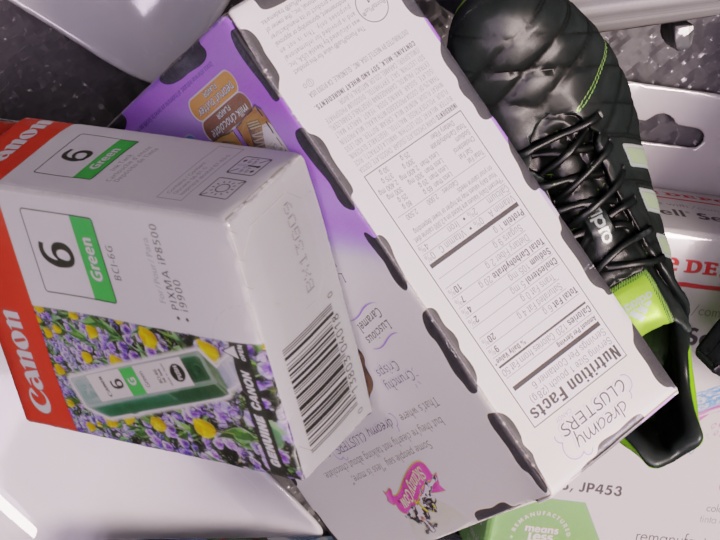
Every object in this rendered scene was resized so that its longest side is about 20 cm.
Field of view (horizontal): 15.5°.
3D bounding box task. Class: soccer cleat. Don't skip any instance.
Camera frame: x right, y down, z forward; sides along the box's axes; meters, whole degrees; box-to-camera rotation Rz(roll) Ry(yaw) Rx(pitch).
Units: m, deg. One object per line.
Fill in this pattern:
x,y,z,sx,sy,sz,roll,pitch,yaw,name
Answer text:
0.086,-0.016,0.969,0.067,0.081,0.201,-26,123,-4,soccer cleat

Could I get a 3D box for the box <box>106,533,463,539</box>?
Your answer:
0.004,0.158,1.061,0.199,0.137,0.040,1,116,-19,box

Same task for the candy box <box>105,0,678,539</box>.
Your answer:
0.000,0.000,0.978,0.071,0.168,0.200,-35,92,-29,candy box

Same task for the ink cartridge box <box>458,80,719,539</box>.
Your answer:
0.114,0.028,1.087,0.117,0.067,0.201,7,107,-10,ink cartridge box

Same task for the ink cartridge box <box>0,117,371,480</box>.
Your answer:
-0.098,0.005,0.963,0.199,0.050,0.109,9,127,35,ink cartridge box

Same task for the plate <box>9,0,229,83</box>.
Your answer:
-0.105,-0.201,0.998,0.199,0.032,0.200,30,102,-17,plate

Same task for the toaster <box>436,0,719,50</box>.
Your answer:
0.096,-0.182,0.993,0.129,0.114,0.201,-2,107,-11,toaster

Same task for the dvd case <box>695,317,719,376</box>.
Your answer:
0.233,0.006,1.068,0.200,0.018,0.143,23,110,-48,dvd case

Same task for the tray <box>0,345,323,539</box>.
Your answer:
-0.119,0.076,1.094,0.107,0.022,0.200,-43,109,6,tray
